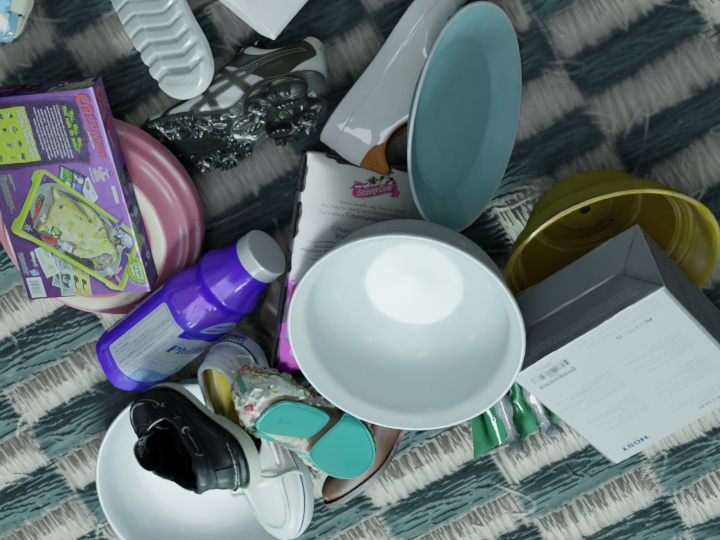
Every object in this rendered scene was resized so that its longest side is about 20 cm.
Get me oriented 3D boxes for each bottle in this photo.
[{"bbox_3d":[-0.150,0.036,1.561,0.200,0.083,0.065,-37,72,29],"label":"bottle"}]

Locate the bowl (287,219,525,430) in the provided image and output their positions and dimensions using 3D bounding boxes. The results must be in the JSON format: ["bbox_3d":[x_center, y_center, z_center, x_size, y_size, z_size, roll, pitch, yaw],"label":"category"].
[{"bbox_3d":[0.043,0.030,1.463,0.200,0.090,0.201,5,126,7],"label":"bowl"}]

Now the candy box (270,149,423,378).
[{"bbox_3d":[0.000,0.000,1.551,0.136,0.061,0.201,9,94,-7],"label":"candy box"}]

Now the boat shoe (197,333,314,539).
[{"bbox_3d":[-0.101,0.164,1.554,0.074,0.086,0.202,-3,112,27],"label":"boat shoe"}]

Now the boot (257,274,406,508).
[{"bbox_3d":[-0.035,0.097,1.617,0.200,0.064,0.186,41,94,-12],"label":"boot"}]

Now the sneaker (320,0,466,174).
[{"bbox_3d":[0.055,-0.171,1.501,0.085,0.073,0.200,36,95,6],"label":"sneaker"}]

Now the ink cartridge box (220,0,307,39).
[{"bbox_3d":[-0.065,-0.309,1.417,0.145,0.147,0.200,41,92,-11],"label":"ink cartridge box"}]

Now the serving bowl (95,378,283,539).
[{"bbox_3d":[-0.148,0.189,1.656,0.199,0.066,0.201,1,108,4],"label":"serving bowl"}]

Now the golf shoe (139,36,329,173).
[{"bbox_3d":[-0.107,-0.150,1.543,0.200,0.095,0.078,-11,140,31],"label":"golf shoe"}]

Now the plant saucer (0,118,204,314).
[{"bbox_3d":[-0.243,-0.041,1.573,0.200,0.051,0.201,5,120,10],"label":"plant saucer"}]

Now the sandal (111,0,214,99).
[{"bbox_3d":[-0.179,-0.247,1.522,0.082,0.050,0.203,-17,91,31],"label":"sandal"}]

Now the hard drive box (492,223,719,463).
[{"bbox_3d":[0.233,0.070,1.524,0.156,0.077,0.200,-31,137,18],"label":"hard drive box"}]

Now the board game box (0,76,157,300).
[{"bbox_3d":[-0.258,-0.069,1.515,0.120,0.032,0.200,-2,120,18],"label":"board game box"}]

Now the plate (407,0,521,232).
[{"bbox_3d":[0.083,-0.131,1.477,0.026,0.200,0.201,13,112,30],"label":"plate"}]

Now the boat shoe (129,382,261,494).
[{"bbox_3d":[-0.163,0.152,1.512,0.066,0.199,0.075,-18,116,-31],"label":"boat shoe"}]

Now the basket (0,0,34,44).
[{"bbox_3d":[-0.373,-0.263,1.472,0.199,0.176,0.140,10,95,-13],"label":"basket"}]

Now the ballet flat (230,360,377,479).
[{"bbox_3d":[-0.049,0.126,1.531,0.076,0.064,0.200,-43,145,5],"label":"ballet flat"}]

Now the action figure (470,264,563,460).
[{"bbox_3d":[0.125,0.067,1.594,0.118,0.055,0.200,-25,103,-9],"label":"action figure"}]

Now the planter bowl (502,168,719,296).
[{"bbox_3d":[0.208,-0.028,1.528,0.200,0.084,0.201,-9,139,-8],"label":"planter bowl"}]
